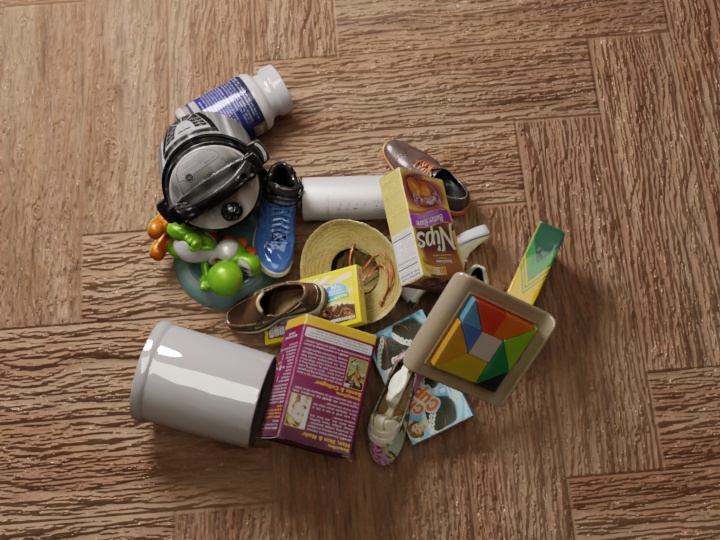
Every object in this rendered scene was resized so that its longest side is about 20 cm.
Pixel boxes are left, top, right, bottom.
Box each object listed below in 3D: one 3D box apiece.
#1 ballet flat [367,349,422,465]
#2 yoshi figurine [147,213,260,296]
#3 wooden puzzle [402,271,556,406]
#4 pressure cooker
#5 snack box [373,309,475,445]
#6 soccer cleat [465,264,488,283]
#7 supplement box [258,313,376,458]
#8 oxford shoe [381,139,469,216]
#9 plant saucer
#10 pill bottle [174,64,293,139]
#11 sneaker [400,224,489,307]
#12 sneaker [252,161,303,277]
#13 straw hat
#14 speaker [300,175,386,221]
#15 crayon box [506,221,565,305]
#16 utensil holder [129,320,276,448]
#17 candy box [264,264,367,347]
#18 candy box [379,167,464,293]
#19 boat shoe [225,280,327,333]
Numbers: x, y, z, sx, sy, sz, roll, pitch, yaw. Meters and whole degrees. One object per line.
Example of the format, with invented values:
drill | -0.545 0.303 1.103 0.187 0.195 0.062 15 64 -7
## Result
ballet flat | 0.052 0.224 1.437 0.069 0.071 0.201 19 88 21
yoshi figurine | -0.274 -0.018 1.497 0.199 0.112 0.113 19 98 8
wooden puzzle | 0.195 0.119 1.405 0.199 0.037 0.186 25 106 -19
pressure cooker | -0.251 -0.164 1.473 0.178 0.200 0.177 9 116 -20
snack box | 0.100 0.182 1.488 0.116 0.037 0.201 -28 74 9
soccer cleat | 0.189 0.086 1.506 0.068 0.085 0.201 10 73 3
supplement box | -0.067 0.186 1.391 0.130 0.103 0.201 20 73 -19
oxford shoe | 0.123 -0.184 1.596 0.200 0.073 0.071 37 77 11
plant saucer | -0.242 -0.031 1.571 0.199 0.036 0.201 0 73 1
pill bottle | -0.231 -0.292 1.609 0.199 0.116 0.116 -31 75 -8
sneaker | 0.153 -0.006 1.549 0.199 0.073 0.071 -34 84 0
sneaker | -0.144 -0.096 1.524 0.076 0.111 0.201 7 62 -11
straw hat | 0.000 0.000 1.529 0.200 0.085 0.202 6 103 27
speaker | -0.009 -0.131 1.577 0.199 0.081 0.082 -2 73 0
crayon box | 0.284 0.029 1.502 0.051 0.127 0.201 25 76 9
utensil holder | -0.255 0.189 1.437 0.199 0.170 0.171 15 73 2
candy box | -0.083 0.062 1.499 0.199 0.026 0.103 -16 68 27
candy box | 0.106 -0.066 1.471 0.116 0.056 0.201 9 63 -44
boat shoe | -0.158 0.055 1.484 0.201 0.075 0.075 -19 69 25
